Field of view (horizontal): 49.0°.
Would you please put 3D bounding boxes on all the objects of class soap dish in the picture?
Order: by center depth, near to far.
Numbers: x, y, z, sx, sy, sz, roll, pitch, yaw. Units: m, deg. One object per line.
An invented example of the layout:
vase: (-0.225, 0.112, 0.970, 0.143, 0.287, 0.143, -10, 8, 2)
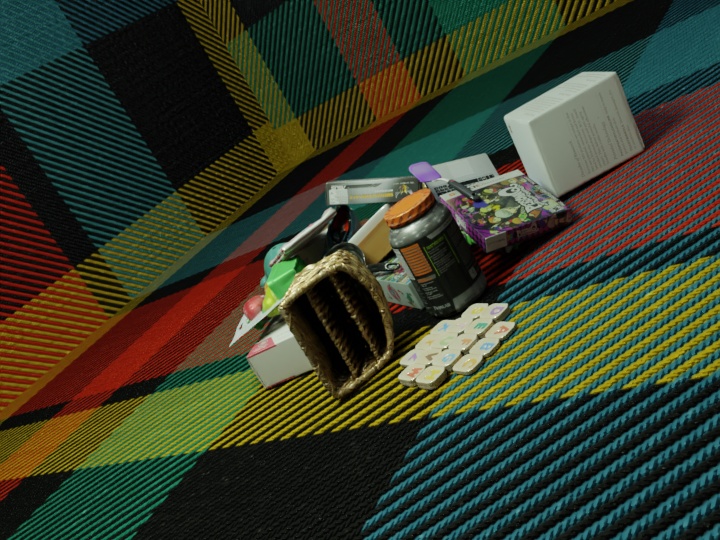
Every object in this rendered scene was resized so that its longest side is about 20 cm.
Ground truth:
soap dish: (0.062, -0.074, 1.704, 0.157, 0.082, 0.199, -45, -9, 22)

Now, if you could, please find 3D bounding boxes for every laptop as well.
laptop: (0.254, -0.182, 1.646, 0.184, 0.203, 0.116, -15, -24, -26)

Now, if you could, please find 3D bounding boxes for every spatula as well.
spatula: (0.166, -0.173, 1.549, 0.056, 0.021, 0.199, -16, 31, -28)

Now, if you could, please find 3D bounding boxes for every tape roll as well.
tape roll: (-0.070, -0.037, 1.886, 0.200, 0.141, 0.203, -29, 16, 9)

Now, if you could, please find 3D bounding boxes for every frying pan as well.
frying pan: (-0.004, -0.015, 1.599, 0.187, 0.031, 0.117, -25, 60, 22)

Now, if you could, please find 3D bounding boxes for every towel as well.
towel: (-0.130, -0.069, 1.703, 0.146, 0.030, 0.200, -42, 2, -18)

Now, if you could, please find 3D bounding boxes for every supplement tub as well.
supplement tub: (0.128, -0.032, 1.384, 0.121, 0.203, 0.123, -28, 16, 9)

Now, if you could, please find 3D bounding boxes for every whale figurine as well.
whale figurine: (-0.213, -0.005, 2.121, 0.157, 0.105, 0.201, -26, 17, 18)

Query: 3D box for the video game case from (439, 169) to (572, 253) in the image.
video game case: (0.268, -0.115, 1.481, 0.178, 0.036, 0.201, -19, 33, -11)

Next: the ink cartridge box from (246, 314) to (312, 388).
ink cartridge box: (-0.126, 0.131, 1.599, 0.144, 0.084, 0.201, -26, 17, 24)

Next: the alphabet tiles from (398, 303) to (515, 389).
alphabet tiles: (0.149, 0.116, 1.254, 0.199, 0.015, 0.194, -40, 18, -25)

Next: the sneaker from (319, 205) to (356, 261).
sneaker: (-0.053, -0.054, 1.719, 0.076, 0.205, 0.090, 3, -16, 4)

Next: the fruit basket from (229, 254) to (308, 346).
fruit basket: (-0.180, 0.067, 1.625, 0.200, 0.094, 0.186, -46, 11, 12)

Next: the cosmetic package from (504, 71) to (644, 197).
cosmetic package: (0.425, -0.278, 1.588, 0.197, 0.169, 0.168, -28, 16, 1)

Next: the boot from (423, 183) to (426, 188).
boot: (0.196, -0.181, 1.806, 0.153, 0.075, 0.198, -14, -16, 39)

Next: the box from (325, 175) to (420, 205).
box: (0.033, -0.171, 1.680, 0.195, 0.050, 0.158, -3, 7, 7)

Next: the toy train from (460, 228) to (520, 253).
toy train: (0.221, -0.073, 1.514, 0.198, 0.042, 0.056, 19, 50, 42)

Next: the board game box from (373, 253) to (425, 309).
board game box: (0.114, 0.001, 1.567, 0.147, 0.065, 0.199, -39, 17, -18)

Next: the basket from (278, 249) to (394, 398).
basket: (-0.025, 0.085, 1.338, 0.140, 0.203, 0.149, -25, 15, 15)
